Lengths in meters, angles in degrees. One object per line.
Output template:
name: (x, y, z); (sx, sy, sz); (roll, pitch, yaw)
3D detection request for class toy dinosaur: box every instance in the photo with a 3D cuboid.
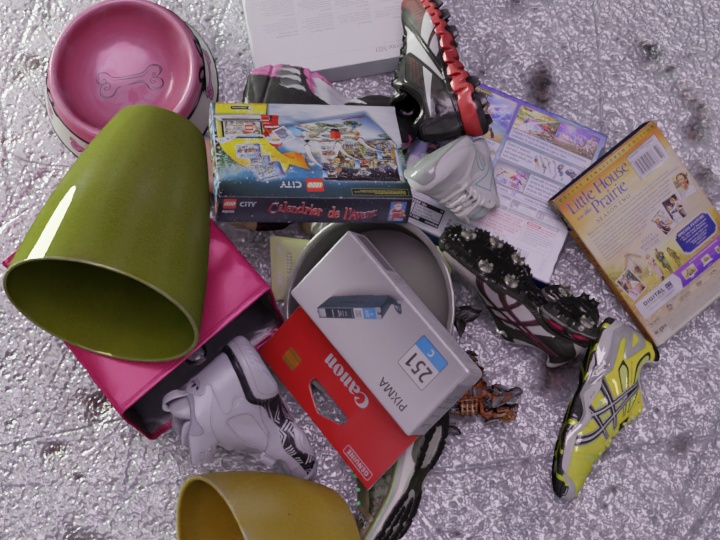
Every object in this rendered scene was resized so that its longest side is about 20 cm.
toy dinosaur: (0.077, 0.100, 1.693); (0.198, 0.102, 0.137); (16, 94, -17)

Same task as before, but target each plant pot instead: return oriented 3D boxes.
plant pot: (-0.082, 0.287, 1.610); (0.141, 0.200, 0.202); (-13, 76, -28)
plant pot: (-0.215, -0.047, 1.492); (0.185, 0.188, 0.202); (13, 61, 3)

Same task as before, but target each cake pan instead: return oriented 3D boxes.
cake pan: (0.013, 0.041, 1.662); (0.198, 0.037, 0.203); (-2, 85, 26)

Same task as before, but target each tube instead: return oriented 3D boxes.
tube: (0.000, 0.000, 1.732); (0.198, 0.052, 0.059); (1, 73, 1)

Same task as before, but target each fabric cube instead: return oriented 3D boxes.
fabric cube: (-0.219, 0.029, 1.651); (0.196, 0.200, 0.200); (-41, 78, -8)

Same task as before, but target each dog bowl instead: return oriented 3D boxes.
dog bowl: (-0.260, -0.213, 1.769); (0.198, 0.074, 0.203); (0, 76, 0)

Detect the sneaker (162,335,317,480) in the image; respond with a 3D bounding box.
sneaker: (-0.125, 0.166, 1.638); (0.114, 0.201, 0.075); (-31, 39, -7)

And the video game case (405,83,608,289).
video game case: (0.149, -0.101, 1.757); (0.198, 0.045, 0.183); (23, 79, 5)

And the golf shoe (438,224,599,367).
golf shoe: (0.157, 0.032, 1.692); (0.199, 0.088, 0.077); (35, 37, -2)

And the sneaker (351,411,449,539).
sneaker: (0.020, 0.218, 1.674); (0.088, 0.077, 0.202); (26, 90, 27)

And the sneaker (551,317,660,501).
sneaker: (0.259, 0.152, 1.685); (0.076, 0.075, 0.202); (21, 81, 3)

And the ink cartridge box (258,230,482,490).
ink cartridge box: (-0.002, 0.092, 1.620); (0.176, 0.045, 0.200); (-47, 68, 14)

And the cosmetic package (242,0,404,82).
cosmetic package: (-0.032, -0.293, 1.799); (0.198, 0.052, 0.152); (-10, 76, -2)

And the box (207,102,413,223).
box: (-0.054, -0.111, 1.629); (0.198, 0.038, 0.138); (0, 49, -11)

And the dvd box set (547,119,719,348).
dvd box set: (0.316, -0.039, 1.724); (0.146, 0.029, 0.201); (-39, 96, -9)

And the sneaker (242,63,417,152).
sneaker: (-0.039, -0.155, 1.747); (0.198, 0.087, 0.081); (20, 54, 2)

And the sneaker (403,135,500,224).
sneaker: (0.106, -0.091, 1.639); (0.070, 0.200, 0.081); (-26, 85, 21)

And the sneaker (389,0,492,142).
sneaker: (0.068, -0.217, 1.706); (0.097, 0.071, 0.202); (-21, 59, 3)

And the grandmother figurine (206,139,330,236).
grandmother figurine: (-0.103, -0.087, 1.750); (0.198, 0.061, 0.122); (26, 66, 3)
